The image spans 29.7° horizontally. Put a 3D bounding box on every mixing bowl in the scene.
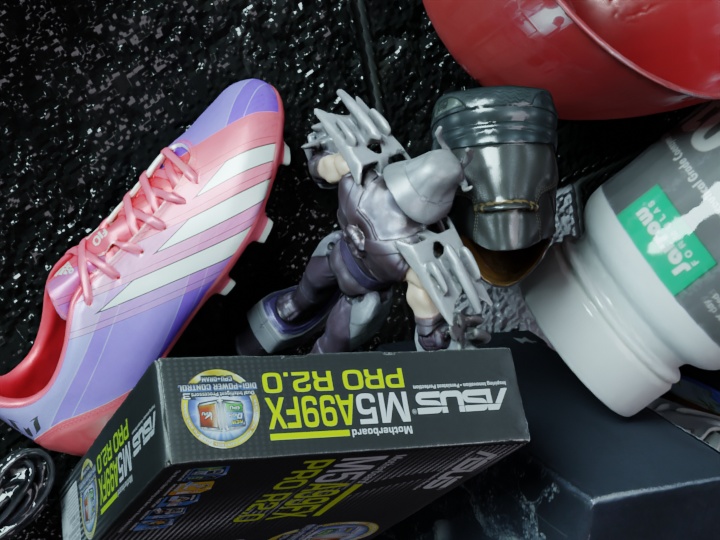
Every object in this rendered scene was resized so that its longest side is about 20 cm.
[{"bbox_3d":[0.099,-0.150,0.655,0.199,0.108,0.202,17,60,-31],"label":"mixing bowl"}]

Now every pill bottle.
[{"bbox_3d":[0.184,-0.022,0.681,0.200,0.113,0.113,-40,129,16],"label":"pill bottle"}]

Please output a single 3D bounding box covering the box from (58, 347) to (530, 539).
[{"bbox_3d":[-0.040,0.091,0.621,0.159,0.200,0.045,1,67,-25],"label":"box"}]

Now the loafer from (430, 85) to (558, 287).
[{"bbox_3d":[0.064,-0.027,0.672,0.072,0.200,0.073,-4,79,8],"label":"loafer"}]

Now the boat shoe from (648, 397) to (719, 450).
[{"bbox_3d":[0.199,0.112,0.826,0.198,0.065,0.074,9,83,-3],"label":"boat shoe"}]

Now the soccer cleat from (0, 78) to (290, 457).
[{"bbox_3d":[-0.102,-0.005,0.635,0.076,0.067,0.201,27,95,-33],"label":"soccer cleat"}]

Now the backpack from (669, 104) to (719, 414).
[{"bbox_3d":[0.265,0.012,0.785,0.146,0.200,0.184,27,92,-29],"label":"backpack"}]

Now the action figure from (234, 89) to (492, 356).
[{"bbox_3d":[0.000,0.000,0.628,0.069,0.131,0.200,-7,152,-33],"label":"action figure"}]

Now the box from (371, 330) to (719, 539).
[{"bbox_3d":[0.090,0.162,0.742,0.117,0.196,0.202,-2,110,-31],"label":"box"}]

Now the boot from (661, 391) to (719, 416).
[{"bbox_3d":[0.277,0.125,0.945,0.200,0.068,0.189,-38,112,-21],"label":"boot"}]

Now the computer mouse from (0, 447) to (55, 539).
[{"bbox_3d":[-0.244,0.092,0.591,0.141,0.046,0.200,-51,131,-6],"label":"computer mouse"}]
